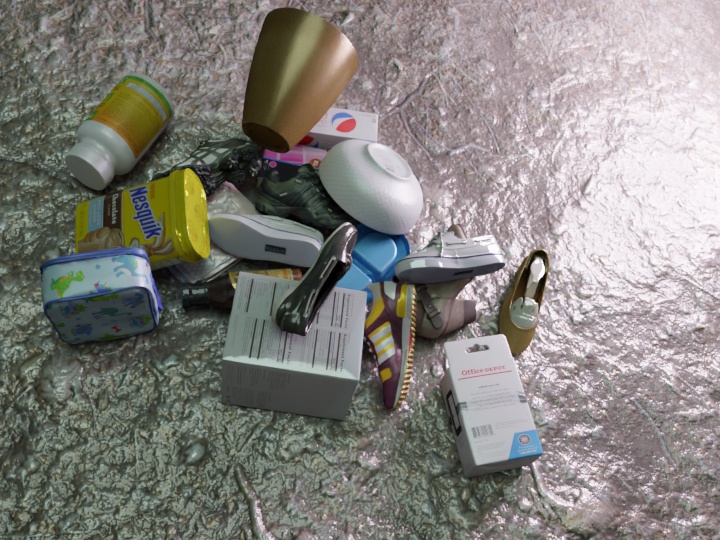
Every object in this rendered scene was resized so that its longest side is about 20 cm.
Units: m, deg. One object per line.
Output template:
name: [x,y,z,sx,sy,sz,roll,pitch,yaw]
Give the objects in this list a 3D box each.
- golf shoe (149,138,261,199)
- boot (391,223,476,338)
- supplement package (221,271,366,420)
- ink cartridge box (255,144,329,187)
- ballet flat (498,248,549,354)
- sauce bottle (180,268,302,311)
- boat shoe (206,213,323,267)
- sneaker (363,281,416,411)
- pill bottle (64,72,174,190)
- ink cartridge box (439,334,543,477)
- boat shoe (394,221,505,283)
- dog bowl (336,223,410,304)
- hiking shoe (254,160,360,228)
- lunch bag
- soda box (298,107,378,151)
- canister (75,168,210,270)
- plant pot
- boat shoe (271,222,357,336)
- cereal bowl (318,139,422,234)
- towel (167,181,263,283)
golf shoe: [-0.273,-0.175,1.370,0.197,0.079,0.095,-19,41,-18]
boot: [0.121,0.014,1.345,0.144,0.070,0.203,1,69,-24]
supplement package: [-0.103,0.118,1.209,0.196,0.153,0.153,9,57,-5]
ink cartridge box: [-0.086,-0.177,1.452,0.197,0.037,0.096,13,59,-5]
ballet flat: [0.285,0.046,1.369,0.068,0.063,0.202,18,59,2]
sauce bottle: [-0.192,0.034,1.294,0.196,0.066,0.067,-5,61,-14]
boat shoe: [-0.158,-0.059,1.330,0.197,0.074,0.066,18,36,-5]
sneaker: [0.039,0.119,1.265,0.088,0.075,0.204,5,83,11]
pill bottle: [-0.422,-0.240,1.383,0.110,0.112,0.201,26,59,6]
ink cartridge box: [0.199,0.212,1.257,0.114,0.068,0.203,-6,62,-13]
boat shoe: [0.141,-0.035,1.301,0.199,0.075,0.087,-7,69,-20]
dog bowl: [0.000,0.000,1.355,0.111,0.050,0.200,39,62,13]
hiking shoe: [-0.082,-0.133,1.378,0.196,0.076,0.102,10,100,-2]
lunch bag: [-0.381,0.040,1.180,0.158,0.200,0.084,-9,69,-13]
soda box: [-0.067,-0.262,1.484,0.196,0.064,0.069,7,59,-6]
canister: [-0.352,-0.066,1.272,0.197,0.087,0.151,-14,66,10]
plant pot: [-0.125,-0.314,1.383,0.184,0.187,0.202,23,74,4]
boat shoe: [-0.051,0.015,1.152,0.056,0.067,0.201,27,60,20]
cereal bowl: [0.031,-0.160,1.380,0.198,0.084,0.201,28,31,-18]
towel: [-0.278,-0.085,1.367,0.190,0.032,0.200,-38,74,-26]
